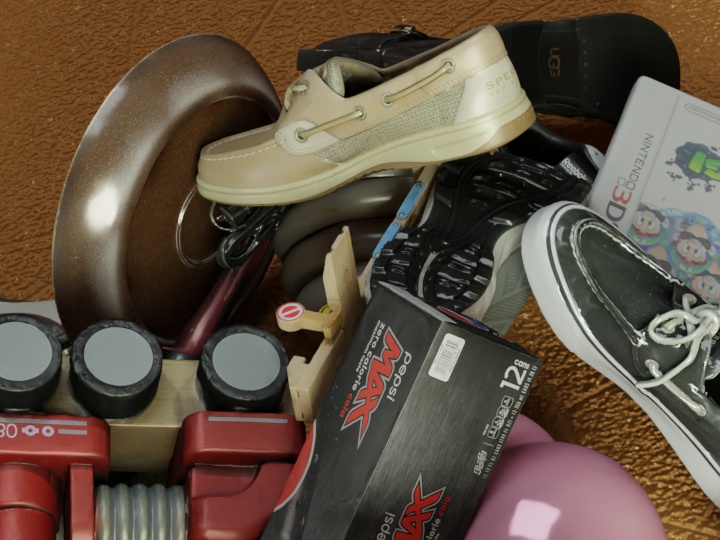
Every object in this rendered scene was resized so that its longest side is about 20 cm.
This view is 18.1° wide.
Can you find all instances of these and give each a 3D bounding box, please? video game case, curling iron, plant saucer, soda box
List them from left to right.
[{"bbox_3d":[-0.100,0.040,1.252,0.026,0.050,0.200,32,94,39],"label":"curling iron"},{"bbox_3d":[-0.096,-0.032,1.273,0.032,0.201,0.200,21,51,29],"label":"plant saucer"},{"bbox_3d":[0.006,0.113,1.060,0.071,0.063,0.201,30,96,58],"label":"soda box"},{"bbox_3d":[0.221,-0.009,1.252,0.199,0.024,0.182,24,49,3],"label":"video game case"}]

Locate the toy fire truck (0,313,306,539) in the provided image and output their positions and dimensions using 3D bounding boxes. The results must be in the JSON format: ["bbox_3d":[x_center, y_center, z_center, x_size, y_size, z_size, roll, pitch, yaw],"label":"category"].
[{"bbox_3d":[-0.112,0.123,1.090,0.175,0.129,0.201,3,55,-12],"label":"toy fire truck"}]

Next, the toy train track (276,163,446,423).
[{"bbox_3d":[0.000,0.000,1.166,0.032,0.115,0.200,10,43,22],"label":"toy train track"}]

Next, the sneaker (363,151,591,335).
[{"bbox_3d":[0.058,-0.001,1.186,0.074,0.080,0.200,21,38,21],"label":"sneaker"}]

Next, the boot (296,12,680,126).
[{"bbox_3d":[0.082,-0.130,1.424,0.199,0.070,0.174,3,3,-37],"label":"boot"}]

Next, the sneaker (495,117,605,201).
[{"bbox_3d":[0.138,-0.020,1.297,0.074,0.080,0.200,-34,48,-26],"label":"sneaker"}]

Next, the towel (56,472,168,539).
[{"bbox_3d":[-0.093,0.167,1.150,0.199,0.031,0.150,12,45,-2],"label":"towel"}]

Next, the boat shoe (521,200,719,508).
[{"bbox_3d":[0.163,0.040,1.140,0.074,0.200,0.068,-40,6,-38],"label":"boat shoe"}]

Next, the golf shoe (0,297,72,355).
[{"bbox_3d":[-0.220,0.037,1.293,0.199,0.077,0.088,-19,73,-11],"label":"golf shoe"}]

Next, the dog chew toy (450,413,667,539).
[{"bbox_3d":[0.063,0.125,1.130,0.124,0.125,0.200,-30,37,-19],"label":"dog chew toy"}]

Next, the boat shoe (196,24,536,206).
[{"bbox_3d":[-0.006,-0.083,1.189,0.199,0.065,0.072,-11,20,32],"label":"boat shoe"}]

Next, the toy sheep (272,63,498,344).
[{"bbox_3d":[0.015,-0.026,1.289,0.137,0.138,0.201,-6,64,6],"label":"toy sheep"}]
